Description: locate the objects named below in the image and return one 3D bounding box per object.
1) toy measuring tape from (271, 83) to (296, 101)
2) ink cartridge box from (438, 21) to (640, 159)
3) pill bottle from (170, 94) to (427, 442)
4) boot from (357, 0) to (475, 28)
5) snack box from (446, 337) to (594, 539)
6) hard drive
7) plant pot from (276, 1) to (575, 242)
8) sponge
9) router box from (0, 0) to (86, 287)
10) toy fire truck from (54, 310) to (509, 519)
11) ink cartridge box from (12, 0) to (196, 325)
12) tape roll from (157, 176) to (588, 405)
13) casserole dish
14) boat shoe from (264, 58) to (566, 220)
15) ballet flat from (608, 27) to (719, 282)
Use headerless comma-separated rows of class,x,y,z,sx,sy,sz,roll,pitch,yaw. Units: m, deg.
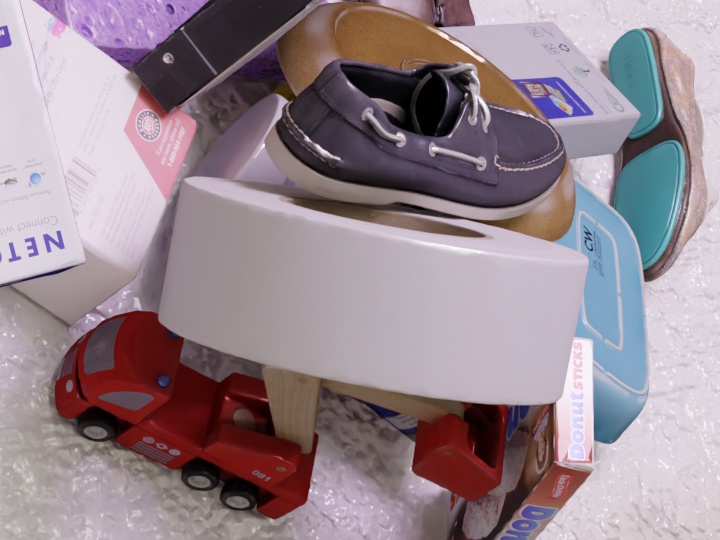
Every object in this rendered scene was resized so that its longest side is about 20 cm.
toy measuring tape,0.028,-0.045,1.308,0.200,0.073,0.074,42,46,-15
ink cartridge box,0.077,-0.109,1.390,0.199,0.039,0.100,-7,48,-44
pill bottle,0.000,0.000,1.228,0.200,0.116,0.116,38,47,-18
boot,0.043,-0.236,1.454,0.200,0.072,0.167,-18,91,-46
snack box,0.082,0.109,1.179,0.024,0.200,0.072,9,61,-11
hard drive,-0.020,-0.169,1.184,0.038,0.200,0.140,50,25,-9
plant pot,0.044,-0.091,1.257,0.199,0.028,0.200,28,26,-15
sponge,-0.103,-0.169,1.298,0.199,0.030,0.112,2,66,-41
router box,-0.245,-0.065,1.028,0.199,0.049,0.180,-15,90,-25
toy fire truck,-0.040,0.070,1.134,0.200,0.141,0.049,30,50,-25
ink cartridge box,-0.193,-0.079,1.141,0.200,0.067,0.117,37,47,-21
tape roll,0.007,0.008,1.067,0.202,0.202,0.071,6,97,-39
casserole dish,0.133,0.014,1.366,0.121,0.039,0.201,37,36,-31
boat shoe,0.043,-0.072,1.131,0.199,0.063,0.073,0,42,-44
ballet flat,0.208,-0.073,1.489,0.067,0.068,0.201,27,52,-36
